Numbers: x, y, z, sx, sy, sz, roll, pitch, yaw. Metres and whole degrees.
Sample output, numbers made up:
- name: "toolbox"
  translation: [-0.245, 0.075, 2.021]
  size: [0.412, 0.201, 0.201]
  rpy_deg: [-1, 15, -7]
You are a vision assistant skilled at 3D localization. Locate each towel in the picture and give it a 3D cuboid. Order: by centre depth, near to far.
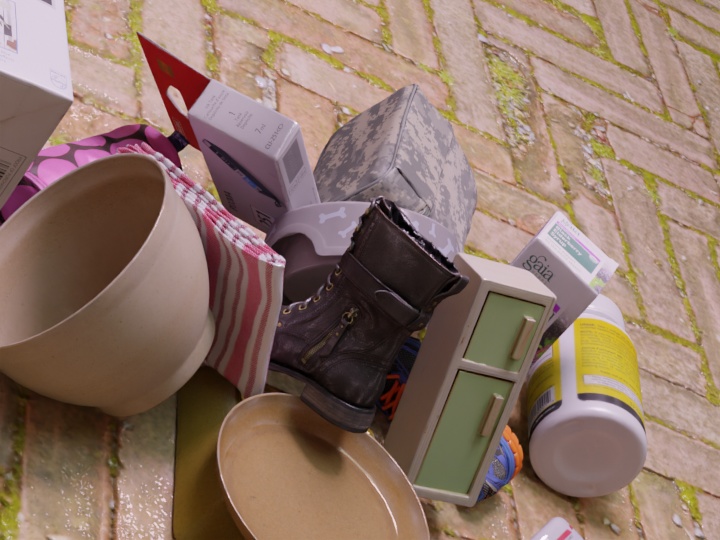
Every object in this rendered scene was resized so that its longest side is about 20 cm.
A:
- name: "towel"
  translation: [-0.138, 0.002, 1.460]
  size: [0.030, 0.147, 0.200]
  rpy_deg: [-24, 49, -36]

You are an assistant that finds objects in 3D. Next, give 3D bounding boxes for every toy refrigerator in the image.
- name: "toy refrigerator"
  translation: [0.090, 0.095, 1.522]
  size: [0.075, 0.202, 0.070]
  rpy_deg: [14, 15, -24]

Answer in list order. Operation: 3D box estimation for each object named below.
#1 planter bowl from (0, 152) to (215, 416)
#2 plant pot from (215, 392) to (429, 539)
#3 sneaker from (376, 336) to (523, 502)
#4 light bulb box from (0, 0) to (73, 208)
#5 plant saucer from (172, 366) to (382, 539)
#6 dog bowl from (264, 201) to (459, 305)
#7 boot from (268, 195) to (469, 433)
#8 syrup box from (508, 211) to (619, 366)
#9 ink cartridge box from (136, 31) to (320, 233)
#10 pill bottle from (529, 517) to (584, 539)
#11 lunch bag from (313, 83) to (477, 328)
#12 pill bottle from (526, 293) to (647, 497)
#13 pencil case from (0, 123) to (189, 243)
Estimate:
- name: "planter bowl"
  translation: [-0.197, 0.027, 1.391]
  size: [0.135, 0.199, 0.201]
  rpy_deg: [54, 21, -33]
- name: "plant pot"
  translation: [-0.033, 0.183, 1.406]
  size: [0.199, 0.028, 0.201]
  rpy_deg: [28, 34, -21]
- name: "sneaker"
  translation: [0.061, 0.132, 1.620]
  size: [0.199, 0.076, 0.079]
  rpy_deg: [39, 35, 1]
- name: "light bulb box"
  translation: [-0.334, -0.154, 1.437]
  size: [0.124, 0.198, 0.201]
  rpy_deg: [21, 37, -31]
- name: "plant saucer"
  translation: [-0.055, 0.170, 1.471]
  size: [0.199, 0.049, 0.201]
  rpy_deg: [25, 35, -23]
- name: "dog bowl"
  translation: [0.000, 0.000, 1.592]
  size: [0.199, 0.199, 0.059]
  rpy_deg: [19, 63, -30]
- name: "boot"
  translation: [-0.017, 0.016, 1.466]
  size: [0.199, 0.175, 0.069]
  rpy_deg: [35, 17, 26]
- name: "syrup box"
  translation: [0.147, 0.047, 1.693]
  size: [0.079, 0.200, 0.081]
  rpy_deg: [42, 31, 3]
- name: "ink cartridge box"
  translation: [-0.122, -0.109, 1.587]
  size: [0.175, 0.200, 0.045]
  rpy_deg: [30, 73, 17]
- name: "pill bottle"
  translation: [0.196, 0.314, 1.498]
  size: [0.200, 0.109, 0.109]
  rpy_deg: [47, 32, 10]
- name: "lunch bag"
  translation: [0.041, -0.056, 1.771]
  size: [0.168, 0.139, 0.201]
  rpy_deg: [47, 31, -20]
- name: "pill bottle"
  translation: [0.220, 0.117, 1.765]
  size: [0.114, 0.114, 0.201]
  rpy_deg: [29, 34, -17]
- name: "pencil case"
  translation: [-0.234, -0.069, 1.545]
  size: [0.094, 0.091, 0.200]
  rpy_deg: [47, 34, 11]
